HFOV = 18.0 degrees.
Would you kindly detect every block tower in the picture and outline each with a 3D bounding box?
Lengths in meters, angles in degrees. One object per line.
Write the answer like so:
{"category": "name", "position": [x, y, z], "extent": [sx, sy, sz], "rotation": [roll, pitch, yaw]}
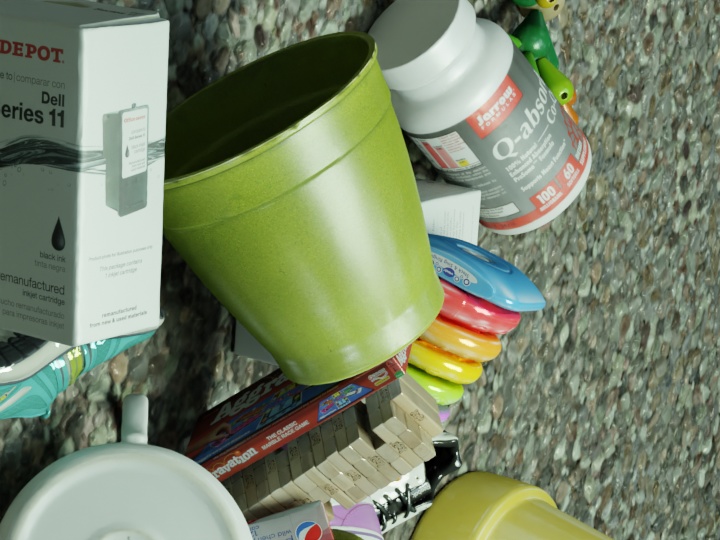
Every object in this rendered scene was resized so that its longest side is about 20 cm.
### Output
{"category": "block tower", "position": [-0.037, 0.147, 1.635], "extent": [0.058, 0.200, 0.054], "rotation": [44, 20, -34]}

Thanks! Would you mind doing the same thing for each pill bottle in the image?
{"category": "pill bottle", "position": [0.094, -0.132, 1.850], "extent": [0.200, 0.116, 0.116], "rotation": [48, 60, -35]}

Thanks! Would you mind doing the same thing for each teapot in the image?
{"category": "teapot", "position": [-0.165, 0.215, 1.572], "extent": [0.200, 0.198, 0.146], "rotation": [-40, 173, -16]}

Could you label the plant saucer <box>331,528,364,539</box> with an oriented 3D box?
{"category": "plant saucer", "position": [-0.047, 0.280, 1.779], "extent": [0.199, 0.048, 0.200], "rotation": [-31, 142, 8]}

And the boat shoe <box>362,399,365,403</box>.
{"category": "boat shoe", "position": [0.026, 0.094, 1.907], "extent": [0.068, 0.072, 0.200], "rotation": [-51, 166, 28]}

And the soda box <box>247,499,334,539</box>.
{"category": "soda box", "position": [-0.042, 0.255, 1.653], "extent": [0.063, 0.070, 0.200], "rotation": [-14, 142, -7]}

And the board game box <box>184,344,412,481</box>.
{"category": "board game box", "position": [-0.046, 0.091, 1.652], "extent": [0.019, 0.200, 0.103], "rotation": [52, 22, -16]}

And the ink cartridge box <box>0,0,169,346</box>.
{"category": "ink cartridge box", "position": [-0.201, -0.067, 1.423], "extent": [0.083, 0.146, 0.201], "rotation": [-14, 110, -53]}

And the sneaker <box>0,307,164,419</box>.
{"category": "sneaker", "position": [-0.216, 0.055, 1.527], "extent": [0.200, 0.077, 0.080], "rotation": [-23, 138, -46]}

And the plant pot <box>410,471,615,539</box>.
{"category": "plant pot", "position": [0.162, 0.299, 2.049], "extent": [0.200, 0.188, 0.202], "rotation": [-26, 122, -51]}

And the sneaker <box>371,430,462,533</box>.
{"category": "sneaker", "position": [0.011, 0.186, 1.885], "extent": [0.200, 0.080, 0.074], "rotation": [-47, 138, -36]}

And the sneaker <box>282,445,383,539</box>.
{"category": "sneaker", "position": [-0.074, 0.174, 1.780], "extent": [0.200, 0.073, 0.115], "rotation": [15, 52, -41]}

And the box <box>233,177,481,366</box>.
{"category": "box", "position": [0.000, 0.000, 1.790], "extent": [0.200, 0.097, 0.125], "rotation": [-14, 112, -55]}

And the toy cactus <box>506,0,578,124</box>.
{"category": "toy cactus", "position": [0.142, -0.209, 1.966], "extent": [0.200, 0.102, 0.166], "rotation": [61, 32, -42]}

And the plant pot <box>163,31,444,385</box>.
{"category": "plant pot", "position": [-0.038, -0.032, 1.583], "extent": [0.200, 0.200, 0.194], "rotation": [-45, 117, -40]}

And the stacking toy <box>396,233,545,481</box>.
{"category": "stacking toy", "position": [0.044, 0.076, 1.719], "extent": [0.201, 0.116, 0.110], "rotation": [-64, 162, 9]}
